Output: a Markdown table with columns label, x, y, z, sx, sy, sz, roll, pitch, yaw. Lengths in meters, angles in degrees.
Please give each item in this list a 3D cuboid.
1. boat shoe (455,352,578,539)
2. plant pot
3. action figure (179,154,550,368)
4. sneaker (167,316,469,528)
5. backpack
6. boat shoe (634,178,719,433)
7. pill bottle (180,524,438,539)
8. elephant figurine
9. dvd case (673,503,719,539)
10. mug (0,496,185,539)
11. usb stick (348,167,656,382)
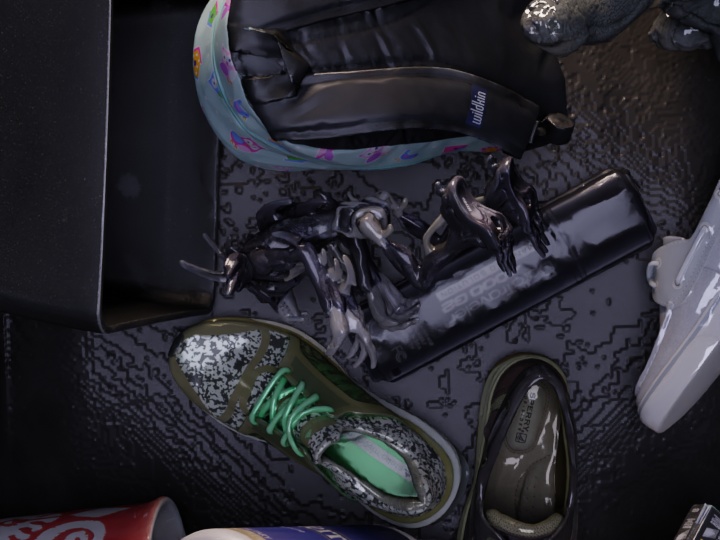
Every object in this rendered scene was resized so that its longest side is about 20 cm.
| label | x | y | z | sx | sy | sz | roll | pitch | yaw |
| --- | --- | --- | --- | --- | --- | --- | --- | --- | --- |
| boat shoe | 0.094 | 0.151 | 1.086 | 0.073 | 0.065 | 0.201 | 0 | 93 | 1 |
| plant pot | -0.192 | -0.075 | 1.034 | 0.177 | 0.200 | 0.200 | 3 | 93 | 13 |
| action figure | 0.000 | 0.000 | 1.018 | 0.199 | 0.119 | 0.102 | -12 | 105 | 26 |
| sneaker | -0.027 | 0.088 | 1.074 | 0.200 | 0.089 | 0.077 | 28 | 91 | 5 |
| backpack | 0.006 | -0.123 | 1.033 | 0.199 | 0.127 | 0.167 | -13 | 84 | -21 |
| boat shoe | 0.210 | -0.001 | 1.079 | 0.068 | 0.072 | 0.200 | 31 | 100 | 22 |
| pill bottle | -0.017 | 0.203 | 1.019 | 0.115 | 0.200 | 0.116 | -6 | 81 | 42 |
| elephant figurine | 0.161 | -0.193 | 1.008 | 0.199 | 0.155 | 0.142 | 9 | 112 | -32 |
| dvd case | 0.192 | 0.253 | 1.002 | 0.146 | 0.022 | 0.200 | 39 | 69 | -17 |
| mug | -0.209 | 0.227 | 1.064 | 0.199 | 0.133 | 0.178 | -3 | 77 | 6 |
| usb stick | 0.086 | 0.003 | 1.097 | 0.200 | 0.033 | 0.056 | -29 | 98 | 3 |
